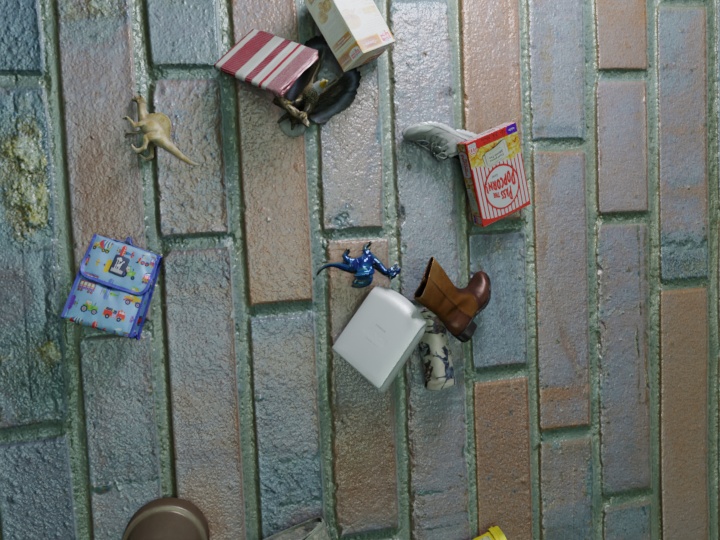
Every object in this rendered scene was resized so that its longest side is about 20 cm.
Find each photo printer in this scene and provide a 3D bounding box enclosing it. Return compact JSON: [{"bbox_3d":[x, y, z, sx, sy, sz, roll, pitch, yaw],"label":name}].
[{"bbox_3d":[0.049,0.149,1.253,0.165,0.069,0.202,36,86,22],"label":"photo printer"}]

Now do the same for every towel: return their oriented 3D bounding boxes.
[{"bbox_3d":[-0.202,-0.447,1.160,0.196,0.023,0.145,28,65,25],"label":"towel"}]

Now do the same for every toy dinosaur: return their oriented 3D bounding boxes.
[{"bbox_3d":[-0.446,-0.288,1.174,0.101,0.058,0.202,-40,99,-8],"label":"toy dinosaur"}]

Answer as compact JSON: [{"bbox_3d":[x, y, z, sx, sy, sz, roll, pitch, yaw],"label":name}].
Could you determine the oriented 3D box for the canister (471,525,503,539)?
[{"bbox_3d":[0.284,0.753,1.348,0.194,0.086,0.154,-20,96,-8],"label":"canister"}]

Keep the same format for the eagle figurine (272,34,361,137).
[{"bbox_3d":[-0.104,-0.405,1.216,0.203,0.146,0.154,-58,147,-32],"label":"eagle figurine"}]

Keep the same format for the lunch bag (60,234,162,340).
[{"bbox_3d":[-0.526,0.028,1.169,0.145,0.094,0.208,16,77,-10],"label":"lunch bag"}]

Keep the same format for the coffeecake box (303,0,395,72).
[{"bbox_3d":[-0.029,-0.564,1.195,0.204,0.072,0.153,58,42,-8],"label":"coffeecake box"}]

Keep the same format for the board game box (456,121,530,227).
[{"bbox_3d":[0.322,-0.231,1.301,0.148,0.046,0.206,-24,110,-16],"label":"board game box"}]

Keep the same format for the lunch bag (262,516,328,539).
[{"bbox_3d":[-0.141,0.692,1.249,0.194,0.117,0.170,-21,96,-15],"label":"lunch bag"}]

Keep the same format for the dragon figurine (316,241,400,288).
[{"bbox_3d":[0.000,0.000,1.253,0.193,0.059,0.102,-17,67,-17],"label":"dragon figurine"}]

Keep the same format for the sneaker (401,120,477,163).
[{"bbox_3d":[0.190,-0.299,1.286,0.192,0.075,0.086,8,89,-12],"label":"sneaker"}]

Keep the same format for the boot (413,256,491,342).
[{"bbox_3d":[0.215,0.037,1.270,0.199,0.068,0.192,41,70,-28],"label":"boot"}]

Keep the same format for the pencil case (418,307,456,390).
[{"bbox_3d":[0.174,0.190,1.306,0.076,0.088,0.208,-16,97,-38],"label":"pencil case"}]

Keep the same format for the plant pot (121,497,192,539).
[{"bbox_3d":[-0.432,0.625,1.159,0.192,0.174,0.209,0,93,-9],"label":"plant pot"}]
